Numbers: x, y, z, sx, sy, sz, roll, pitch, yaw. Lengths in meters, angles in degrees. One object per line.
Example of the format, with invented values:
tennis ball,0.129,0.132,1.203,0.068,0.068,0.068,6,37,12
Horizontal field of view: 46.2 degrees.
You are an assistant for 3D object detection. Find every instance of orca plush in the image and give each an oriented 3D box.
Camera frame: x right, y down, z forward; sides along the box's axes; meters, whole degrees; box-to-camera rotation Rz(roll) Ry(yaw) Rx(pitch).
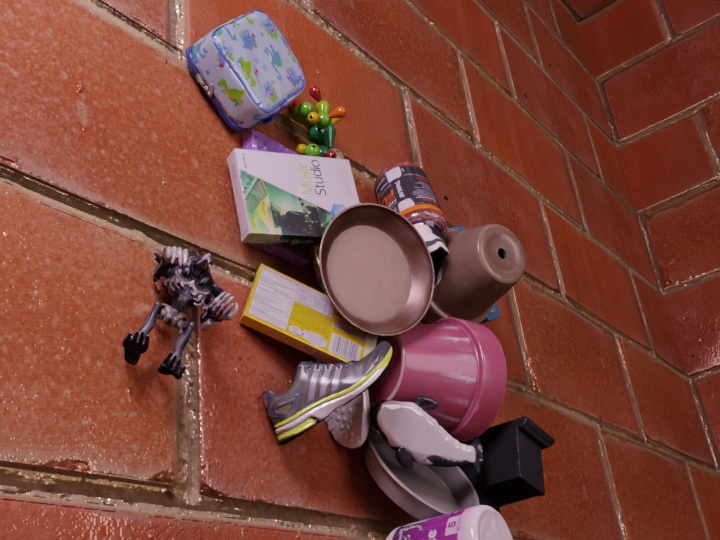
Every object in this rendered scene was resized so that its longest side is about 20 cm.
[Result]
orca plush,0.090,0.241,1.256,0.199,0.071,0.106,13,78,-27

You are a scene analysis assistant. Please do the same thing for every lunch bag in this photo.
lunch bag,-0.176,-0.315,1.339,0.161,0.082,0.200,55,32,-14

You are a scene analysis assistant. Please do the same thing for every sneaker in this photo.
sneaker,-0.015,0.164,1.255,0.080,0.076,0.201,25,49,-55
sneaker,-0.043,0.148,1.140,0.200,0.074,0.081,-33,84,-16
sneaker,0.086,0.027,1.410,0.073,0.201,0.080,4,22,-35

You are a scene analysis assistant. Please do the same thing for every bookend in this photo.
bookend,0.204,0.359,1.324,0.092,0.199,0.199,40,38,-35

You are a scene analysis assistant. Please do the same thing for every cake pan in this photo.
cake pan,0.086,0.306,1.257,0.200,0.037,0.200,33,15,-9

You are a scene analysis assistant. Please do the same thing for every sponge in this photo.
sponge,-0.131,-0.112,1.314,0.111,0.030,0.201,24,50,-47

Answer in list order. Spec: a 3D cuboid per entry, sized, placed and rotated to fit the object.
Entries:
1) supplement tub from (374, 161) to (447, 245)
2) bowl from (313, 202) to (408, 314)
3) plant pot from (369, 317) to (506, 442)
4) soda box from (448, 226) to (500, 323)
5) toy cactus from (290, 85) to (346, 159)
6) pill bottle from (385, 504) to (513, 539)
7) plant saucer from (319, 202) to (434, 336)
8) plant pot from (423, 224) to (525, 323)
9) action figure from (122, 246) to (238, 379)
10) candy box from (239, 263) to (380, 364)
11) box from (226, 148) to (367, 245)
supplement tub,0.095,-0.101,1.534,0.107,0.107,0.200,36,25,-39
bowl,0.000,0.000,1.345,0.200,0.094,0.202,15,54,-21
plant pot,0.099,0.164,1.331,0.178,0.200,0.201,14,55,-34
soda box,0.211,0.014,1.716,0.068,0.064,0.201,-9,76,-58
toy cactus,-0.056,-0.223,1.453,0.200,0.102,0.165,-103,170,-57
pill bottle,0.100,0.392,1.138,0.112,0.199,0.113,36,40,-39
plant saucer,0.019,0.001,1.249,0.200,0.037,0.201,9,72,-29
plant pot,0.205,-0.004,1.558,0.199,0.174,0.201,12,65,-29
action figure,-0.209,0.033,1.023,0.119,0.102,0.200,37,40,-20
candy box,-0.068,0.073,1.206,0.199,0.026,0.102,27,42,-13
box,-0.093,-0.107,1.269,0.199,0.036,0.145,0,63,-31
